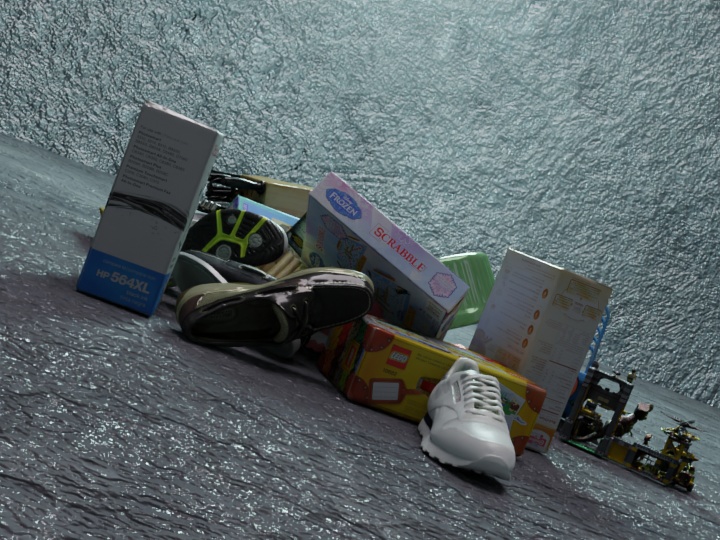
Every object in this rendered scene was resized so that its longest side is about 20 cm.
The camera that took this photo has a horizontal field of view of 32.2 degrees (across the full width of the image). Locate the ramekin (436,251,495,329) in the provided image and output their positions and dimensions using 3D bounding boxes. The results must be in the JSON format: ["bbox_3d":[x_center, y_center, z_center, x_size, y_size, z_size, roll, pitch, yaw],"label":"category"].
[{"bbox_3d":[0.101,0.039,1.762,0.200,0.098,0.200,-12,-4,-1],"label":"ramekin"}]

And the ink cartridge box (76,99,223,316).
[{"bbox_3d":[-0.215,-0.067,1.296,0.084,0.200,0.146,21,3,-6],"label":"ink cartridge box"}]

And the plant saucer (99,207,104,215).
[{"bbox_3d":[-0.254,-0.034,1.708,0.200,0.048,0.200,11,7,-19],"label":"plant saucer"}]

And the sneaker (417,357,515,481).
[{"bbox_3d":[0.100,0.134,1.143,0.076,0.081,0.200,23,4,-12],"label":"sneaker"}]

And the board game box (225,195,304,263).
[{"bbox_3d":[-0.086,0.002,1.632,0.200,0.152,0.045,21,-42,-27],"label":"board game box"}]

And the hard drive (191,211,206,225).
[{"bbox_3d":[-0.163,-0.056,1.736,0.200,0.025,0.132,9,7,-24],"label":"hard drive"}]

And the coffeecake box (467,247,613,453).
[{"bbox_3d":[0.191,0.088,1.438,0.073,0.200,0.154,21,4,-19],"label":"coffeecake box"}]

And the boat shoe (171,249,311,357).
[{"bbox_3d":[-0.125,0.028,1.363,0.200,0.076,0.060,33,48,27],"label":"boat shoe"}]

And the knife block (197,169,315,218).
[{"bbox_3d":[-0.121,-0.090,1.715,0.200,0.064,0.176,13,7,6],"label":"knife block"}]

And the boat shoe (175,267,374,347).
[{"bbox_3d":[-0.080,0.045,1.233,0.201,0.072,0.066,-5,29,-10],"label":"boat shoe"}]

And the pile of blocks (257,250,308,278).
[{"bbox_3d":[-0.075,0.040,1.514,0.200,0.062,0.082,42,-33,5],"label":"pile of blocks"}]

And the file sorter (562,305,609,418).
[{"bbox_3d":[0.266,0.110,1.762,0.139,0.123,0.200,23,-18,12],"label":"file sorter"}]

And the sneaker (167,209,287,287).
[{"bbox_3d":[-0.173,-0.025,1.481,0.200,0.075,0.076,-7,-14,23],"label":"sneaker"}]

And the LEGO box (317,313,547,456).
[{"bbox_3d":[0.070,0.113,1.314,0.200,0.077,0.149,21,3,-17],"label":"LEGO box"}]

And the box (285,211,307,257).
[{"bbox_3d":[0.000,0.000,1.566,0.200,0.040,0.137,47,-28,-2],"label":"box"}]

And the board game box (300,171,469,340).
[{"bbox_3d":[0.022,0.002,1.420,0.199,0.041,0.200,40,-19,9],"label":"board game box"}]

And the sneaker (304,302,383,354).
[{"bbox_3d":[-0.062,0.040,1.432,0.200,0.087,0.074,22,2,17],"label":"sneaker"}]

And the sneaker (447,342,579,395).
[{"bbox_3d":[0.176,0.144,1.575,0.200,0.074,0.087,6,15,2],"label":"sneaker"}]

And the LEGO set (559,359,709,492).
[{"bbox_3d":[0.352,0.188,1.594,0.200,0.116,0.154,24,3,28],"label":"LEGO set"}]
